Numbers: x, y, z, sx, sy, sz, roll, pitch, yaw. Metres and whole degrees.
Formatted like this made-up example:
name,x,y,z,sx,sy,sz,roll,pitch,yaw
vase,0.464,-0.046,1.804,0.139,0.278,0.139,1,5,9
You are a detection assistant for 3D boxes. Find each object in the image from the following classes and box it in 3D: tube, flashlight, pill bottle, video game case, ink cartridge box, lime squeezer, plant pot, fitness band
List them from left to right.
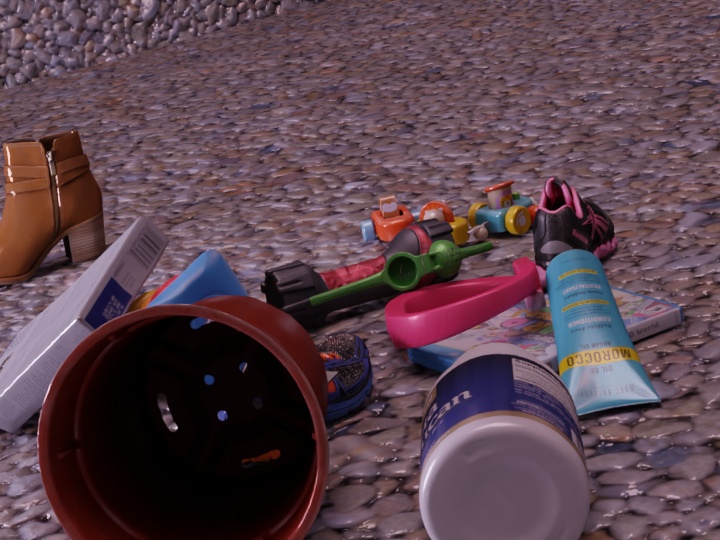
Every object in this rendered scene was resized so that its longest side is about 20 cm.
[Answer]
name,x,y,z,sx,sy,sz,roll,pitch,yaw
ink cartridge box,-0.274,0.062,1.688,0.200,0.041,0.200,-40,14,28
plant pot,-0.107,0.107,1.327,0.200,0.202,0.195,-8,8,9
flashlight,0.000,0.000,1.799,0.199,0.068,0.068,-13,49,-26
lime squeezer,0.050,-0.005,1.750,0.199,0.038,0.071,-18,14,-23
fitness band,0.093,0.030,1.653,0.143,0.038,0.200,-18,5,4
pill bottle,0.096,0.120,1.264,0.110,0.112,0.200,-9,16,5
video game case,0.160,0.055,1.612,0.199,0.018,0.143,-19,19,-26
tube,0.190,0.056,1.515,0.077,0.051,0.200,-14,32,5

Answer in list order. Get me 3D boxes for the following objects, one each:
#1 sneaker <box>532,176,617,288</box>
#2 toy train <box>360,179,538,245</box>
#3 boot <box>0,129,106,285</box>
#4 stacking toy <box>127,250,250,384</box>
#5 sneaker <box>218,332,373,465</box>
name,x,y,z,sx,sy,sz,roll,pitch,yaw
sneaker,0.204,-0.051,1.810,0.079,0.096,0.200,-8,15,14
toy train,0.099,-0.068,2.001,0.199,0.056,0.150,-11,16,-2
boot,-0.394,-0.071,2.140,0.199,0.156,0.077,-16,17,-20
stacking toy,-0.193,0.064,1.690,0.199,0.110,0.116,-11,26,44
sneaker,-0.052,0.090,1.517,0.075,0.079,0.200,0,19,29
